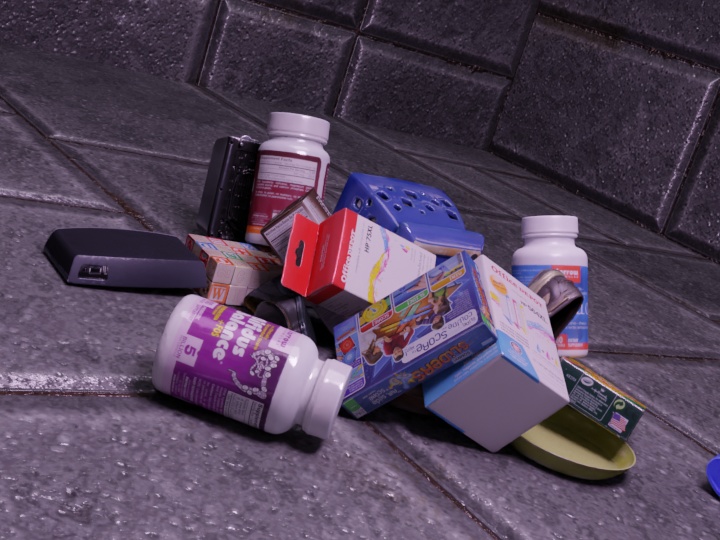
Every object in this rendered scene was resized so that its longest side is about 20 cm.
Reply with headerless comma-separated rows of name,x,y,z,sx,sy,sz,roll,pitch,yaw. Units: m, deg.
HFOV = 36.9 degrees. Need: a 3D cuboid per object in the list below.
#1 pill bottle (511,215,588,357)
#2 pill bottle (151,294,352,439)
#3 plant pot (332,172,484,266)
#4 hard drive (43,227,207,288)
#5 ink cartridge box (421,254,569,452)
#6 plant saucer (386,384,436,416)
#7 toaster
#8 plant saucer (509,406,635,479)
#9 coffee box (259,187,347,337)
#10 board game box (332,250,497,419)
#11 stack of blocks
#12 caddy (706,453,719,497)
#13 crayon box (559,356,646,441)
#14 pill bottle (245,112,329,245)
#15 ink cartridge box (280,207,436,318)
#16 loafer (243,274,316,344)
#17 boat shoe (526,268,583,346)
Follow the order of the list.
pill bottle,0.274,0.024,1.567,0.111,0.202,0.112,-1,-2,0
pill bottle,-0.114,0.109,1.164,0.198,0.113,0.112,19,15,4
plant pot,0.065,-0.018,1.702,0.199,0.201,0.180,7,25,-38
hard drive,-0.320,-0.018,1.482,0.198,0.043,0.135,3,21,-34
ink cartridge box,0.156,0.092,1.335,0.128,0.125,0.201,35,32,-29
plant saucer,0.060,0.141,1.416,0.199,0.037,0.201,18,15,-5
toaster,-0.162,-0.111,1.771,0.179,0.202,0.119,11,5,-22
plant saucer,0.255,0.217,1.393,0.198,0.031,0.200,19,14,-5
coffee box,-0.047,-0.006,1.529,0.201,0.079,0.114,55,11,-7
board game box,0.060,0.075,1.290,0.034,0.199,0.136,47,22,-34
stack of blocks,-0.153,0.007,1.590,0.199,0.059,0.115,8,18,-35
caddy,0.552,0.257,1.400,0.104,0.143,0.199,-2,26,-46
crayon box,0.325,0.173,1.480,0.126,0.051,0.200,33,3,15
pill bottle,-0.109,-0.134,1.659,0.113,0.202,0.114,9,0,0
ink cartridge box,0.000,0.000,1.436,0.199,0.117,0.067,26,-32,-28
loafer,-0.107,0.065,1.446,0.072,0.073,0.200,-18,17,-9
boat shoe,0.228,0.094,1.455,0.074,0.201,0.073,25,7,-47
